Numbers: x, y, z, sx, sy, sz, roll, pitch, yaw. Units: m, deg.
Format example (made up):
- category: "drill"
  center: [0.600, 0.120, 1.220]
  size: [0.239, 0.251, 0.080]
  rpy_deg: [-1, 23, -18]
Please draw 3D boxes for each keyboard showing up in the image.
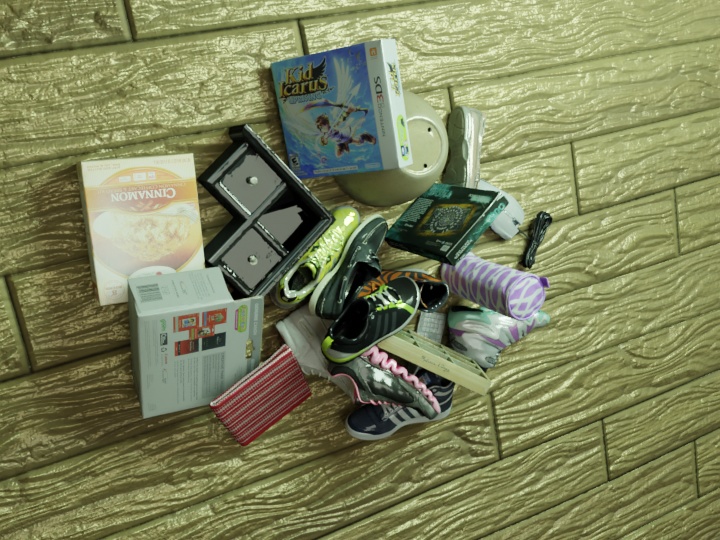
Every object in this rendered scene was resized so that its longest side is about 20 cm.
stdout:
- category: "keyboard"
  center: [0.110, 0.172, 1.326]
  size: [0.056, 0.011, 0.200]
  rpy_deg: [11, 94, -25]

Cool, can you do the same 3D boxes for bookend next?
- category: "bookend"
  center: [-0.180, -0.078, 1.110]
  size: [0.199, 0.092, 0.200]
  rpy_deg: [-47, 112, -11]

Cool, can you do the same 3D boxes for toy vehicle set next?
- category: "toy vehicle set"
  center: [0.112, 0.138, 1.231]
  size: [0.200, 0.124, 0.027]
  rpy_deg: [26, 97, -10]

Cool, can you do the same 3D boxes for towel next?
- category: "towel"
  center: [-0.149, 0.196, 1.137]
  size: [0.145, 0.022, 0.200]
  rpy_deg: [-37, 154, -14]

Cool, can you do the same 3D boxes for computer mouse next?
- category: "computer mouse"
  center: [0.265, -0.094, 1.337]
  size: [0.200, 0.044, 0.110]
  rpy_deg: [31, 86, -25]

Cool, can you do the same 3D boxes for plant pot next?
- category: "plant pot"
  center: [0.061, -0.198, 1.179]
  size: [0.200, 0.134, 0.201]
  rpy_deg: [-4, 99, -23]

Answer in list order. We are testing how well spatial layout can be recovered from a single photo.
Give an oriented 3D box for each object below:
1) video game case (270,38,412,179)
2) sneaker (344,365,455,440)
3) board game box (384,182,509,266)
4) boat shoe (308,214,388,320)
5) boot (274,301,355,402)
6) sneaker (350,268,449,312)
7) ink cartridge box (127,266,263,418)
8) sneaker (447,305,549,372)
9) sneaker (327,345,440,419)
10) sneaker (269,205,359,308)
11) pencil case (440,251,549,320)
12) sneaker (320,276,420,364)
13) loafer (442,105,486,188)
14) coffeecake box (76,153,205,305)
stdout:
- category: "video game case"
  center: [-0.030, -0.235, 1.102]
  size: [0.045, 0.200, 0.182]
  rpy_deg: [-27, 111, -55]
- category: "sneaker"
  center: [0.071, 0.217, 1.250]
  size: [0.200, 0.070, 0.109]
  rpy_deg: [-10, 136, -22]
- category: "board game box"
  center: [0.132, -0.080, 1.192]
  size: [0.135, 0.200, 0.028]
  rpy_deg: [-48, 117, -10]
- category: "boat shoe"
  center: [-0.001, -0.001, 1.171]
  size: [0.199, 0.066, 0.075]
  rpy_deg: [-52, 148, -23]
- category: "boot"
  center: [-0.066, 0.152, 1.217]
  size: [0.096, 0.074, 0.200]
  rpy_deg: [-29, 101, -11]
- category: "sneaker"
  center: [0.055, 0.032, 1.222]
  size: [0.200, 0.112, 0.078]
  rpy_deg: [-8, 101, -22]
- category: "ink cartridge box"
  center: [-0.238, 0.102, 1.073]
  size: [0.175, 0.084, 0.200]
  rpy_deg: [-8, 130, -24]
- category: "sneaker"
  center: [0.248, 0.135, 1.353]
  size: [0.200, 0.078, 0.140]
  rpy_deg: [0, 99, -15]
- category: "sneaker"
  center: [0.033, 0.184, 1.174]
  size: [0.200, 0.079, 0.095]
  rpy_deg: [37, 84, -2]
- category: "sneaker"
  center: [-0.063, -0.019, 1.177]
  size: [0.075, 0.076, 0.200]
  rpy_deg: [38, 80, -13]
- category: "pencil case"
  center: [0.221, 0.021, 1.255]
  size: [0.085, 0.200, 0.084]
  rpy_deg: [-32, 120, -18]
- category: "sneaker"
  center: [0.021, 0.067, 1.114]
  size: [0.200, 0.072, 0.083]
  rpy_deg: [-41, 157, -27]
- category: "loafer"
  center: [0.186, -0.181, 1.275]
  size: [0.063, 0.072, 0.200]
  rpy_deg: [1, 95, -28]
- category: "coffeecake box"
  center: [-0.312, -0.062, 1.063]
  size: [0.153, 0.073, 0.200]
  rpy_deg: [-9, 102, -24]
